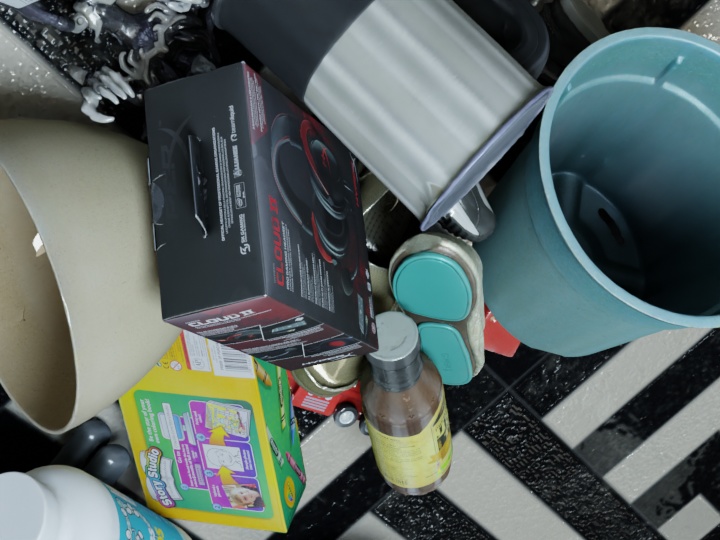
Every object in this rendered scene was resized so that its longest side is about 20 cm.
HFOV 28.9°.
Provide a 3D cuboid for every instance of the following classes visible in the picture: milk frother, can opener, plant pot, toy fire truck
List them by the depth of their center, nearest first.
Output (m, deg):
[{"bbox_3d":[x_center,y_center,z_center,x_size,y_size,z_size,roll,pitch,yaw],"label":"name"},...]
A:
[{"bbox_3d":[0.040,-0.165,0.826,0.180,0.188,0.200,-45,175,-21],"label":"milk frother"},{"bbox_3d":[-0.175,-0.012,0.915,0.133,0.200,0.203,-21,130,-31],"label":"plant pot"},{"bbox_3d":[0.177,-0.035,0.976,0.197,0.203,0.196,-4,165,-18],"label":"plant pot"},{"bbox_3d":[0.017,0.058,1.109,0.198,0.049,0.142,21,112,-30],"label":"toy fire truck"},{"bbox_3d":[-0.245,0.204,1.113,0.201,0.053,0.067,-51,157,14],"label":"can opener"}]

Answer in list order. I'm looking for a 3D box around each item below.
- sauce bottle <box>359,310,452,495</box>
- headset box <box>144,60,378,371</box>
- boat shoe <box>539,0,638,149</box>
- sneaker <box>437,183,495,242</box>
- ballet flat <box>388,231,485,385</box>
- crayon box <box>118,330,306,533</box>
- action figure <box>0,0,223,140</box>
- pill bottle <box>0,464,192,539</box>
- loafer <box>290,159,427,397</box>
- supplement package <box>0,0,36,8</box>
[{"bbox_3d":[0.033,0.100,1.036,0.064,0.065,0.201,-22,148,-6],"label":"sauce bottle"},{"bbox_3d":[-0.064,-0.030,0.890,0.074,0.151,0.200,-13,162,19],"label":"headset box"},{"bbox_3d":[0.191,-0.130,1.051,0.057,0.067,0.199,-35,124,24],"label":"boat shoe"},{"bbox_3d":[0.043,-0.114,0.952,0.079,0.074,0.202,-32,95,-9],"label":"sneaker"},{"bbox_3d":[0.058,0.013,1.000,0.066,0.063,0.201,10,151,11],"label":"ballet flat"},{"bbox_3d":[-0.115,0.101,1.047,0.117,0.059,0.202,4,127,16],"label":"crayon box"},{"bbox_3d":[-0.148,-0.152,0.877,0.198,0.102,0.120,26,98,-31],"label":"action figure"},{"bbox_3d":[-0.202,0.209,1.009,0.110,0.111,0.200,-36,146,4],"label":"pill bottle"},{"bbox_3d":[0.000,0.000,1.023,0.075,0.067,0.203,16,96,-18],"label":"loafer"},{"bbox_3d":[-0.164,-0.265,0.744,0.154,0.111,0.202,-25,101,-4],"label":"supplement package"}]
